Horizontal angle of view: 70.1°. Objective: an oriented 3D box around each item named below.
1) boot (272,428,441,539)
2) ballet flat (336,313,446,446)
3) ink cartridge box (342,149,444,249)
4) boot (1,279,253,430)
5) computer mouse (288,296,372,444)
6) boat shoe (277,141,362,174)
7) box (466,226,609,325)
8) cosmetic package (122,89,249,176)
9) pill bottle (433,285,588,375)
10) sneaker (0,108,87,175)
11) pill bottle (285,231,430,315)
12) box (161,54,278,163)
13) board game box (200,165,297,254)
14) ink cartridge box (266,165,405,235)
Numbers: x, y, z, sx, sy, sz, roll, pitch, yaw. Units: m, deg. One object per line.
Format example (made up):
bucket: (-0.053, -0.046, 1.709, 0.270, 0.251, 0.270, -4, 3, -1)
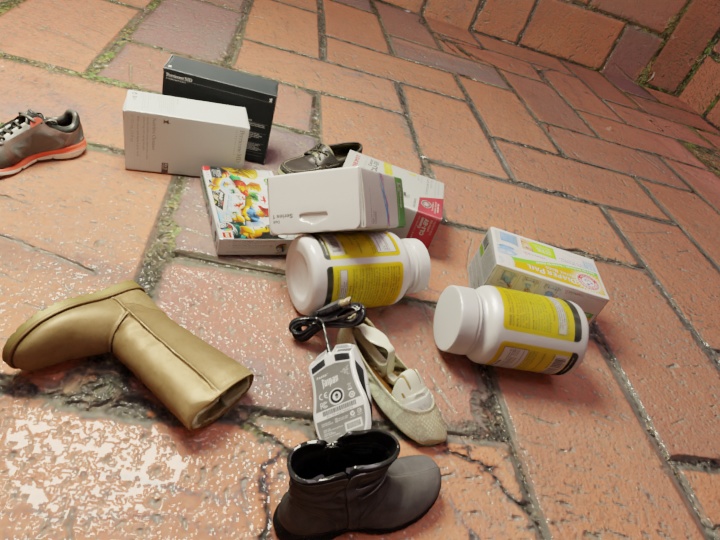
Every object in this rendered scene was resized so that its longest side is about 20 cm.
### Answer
boot: (0.017, 0.204, 0.503, 0.199, 0.132, 0.070, -7, 45, -31)
ballet flat: (0.038, 0.134, 0.653, 0.067, 0.063, 0.200, -21, 55, -41)
ink cartridge box: (0.049, -0.131, 0.956, 0.199, 0.084, 0.146, 19, 37, -2)
boot: (-0.244, 0.102, 0.558, 0.199, 0.066, 0.175, 36, 40, 16)
computer mouse: (-0.028, 0.130, 0.626, 0.109, 0.044, 0.201, -23, 52, 13)
boat shoe: (-0.077, -0.223, 1.023, 0.199, 0.065, 0.073, -24, 57, -41)
box: (0.296, 0.023, 0.874, 0.198, 0.102, 0.113, 17, 38, -6)
cosmetic package: (-0.301, -0.232, 0.893, 0.198, 0.113, 0.081, 2, 41, -20)
pill bottle: (0.217, 0.085, 0.753, 0.198, 0.115, 0.115, 11, 39, -14)
sneaker: (-0.521, -0.208, 0.783, 0.077, 0.082, 0.200, 33, 39, 15)
pill bottle: (0.000, 0.000, 0.754, 0.199, 0.113, 0.113, -5, 44, -29)
box: (-0.265, -0.301, 0.967, 0.198, 0.142, 0.079, 10, 39, -14)
board game box: (-0.188, -0.102, 0.851, 0.125, 0.035, 0.201, -1, 43, -27)
ink cartridge box: (-0.029, -0.099, 0.770, 0.144, 0.085, 0.200, -3, 4, 21)
